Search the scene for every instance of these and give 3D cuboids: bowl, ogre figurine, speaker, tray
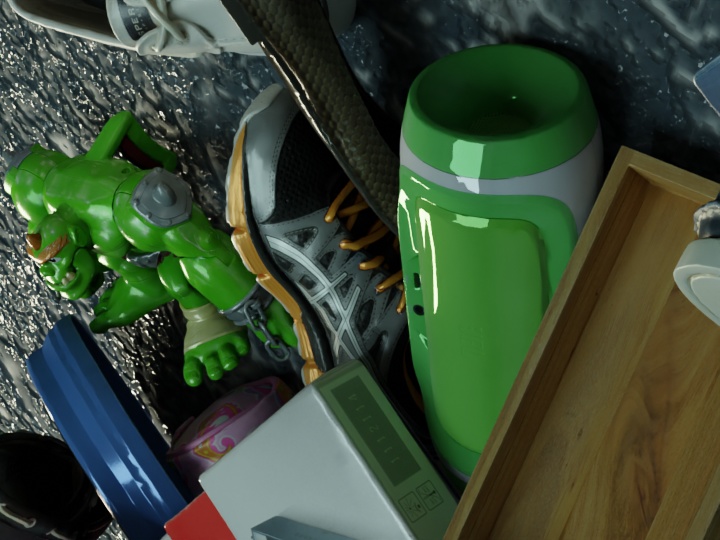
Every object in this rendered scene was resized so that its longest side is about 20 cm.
[{"bbox_3d":[-0.129,0.119,1.054,0.201,0.039,0.201,55,174,8],"label":"bowl"},{"bbox_3d":[-0.123,-0.014,0.967,0.200,0.098,0.120,38,165,51],"label":"ogre figurine"},{"bbox_3d":[0.064,0.007,0.777,0.088,0.088,0.202,23,137,33],"label":"speaker"},{"bbox_3d":[0.107,0.063,0.706,0.098,0.202,0.037,25,-178,32],"label":"tray"}]

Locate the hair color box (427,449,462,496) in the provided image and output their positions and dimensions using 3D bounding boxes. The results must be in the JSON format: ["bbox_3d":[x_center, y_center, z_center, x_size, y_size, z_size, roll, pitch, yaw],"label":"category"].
[{"bbox_3d":[0.055,0.190,0.894,0.109,0.064,0.203,-10,87,49],"label":"hair color box"}]

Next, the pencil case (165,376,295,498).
[{"bbox_3d":[-0.029,0.159,1.017,0.087,0.087,0.201,-19,106,53],"label":"pencil case"}]

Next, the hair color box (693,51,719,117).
[{"bbox_3d":[0.208,-0.018,0.577,0.201,0.100,0.060,51,142,-1],"label":"hair color box"}]

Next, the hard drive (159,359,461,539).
[{"bbox_3d":[-0.024,0.152,0.888,0.132,0.025,0.200,53,129,10],"label":"hard drive"}]

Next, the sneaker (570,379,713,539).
[{"bbox_3d":[0.166,0.106,0.732,0.200,0.090,0.067,39,176,22],"label":"sneaker"}]

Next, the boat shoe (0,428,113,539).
[{"bbox_3d":[-0.186,0.131,1.052,0.060,0.200,0.076,-30,79,16],"label":"boat shoe"}]

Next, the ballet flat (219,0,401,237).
[{"bbox_3d":[-0.006,-0.082,0.779,0.200,0.046,0.068,53,-176,-34],"label":"ballet flat"}]

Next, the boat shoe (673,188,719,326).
[{"bbox_3d":[0.190,0.022,0.637,0.199,0.062,0.075,33,167,-25],"label":"boat shoe"}]

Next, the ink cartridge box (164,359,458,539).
[{"bbox_3d":[-0.007,0.170,0.836,0.176,0.045,0.201,-41,79,38],"label":"ink cartridge box"}]

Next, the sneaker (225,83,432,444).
[{"bbox_3d":[0.000,0.000,0.862,0.077,0.078,0.201,-5,122,35],"label":"sneaker"}]

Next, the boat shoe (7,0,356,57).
[{"bbox_3d":[-0.091,-0.131,0.841,0.199,0.066,0.073,19,134,37],"label":"boat shoe"}]
